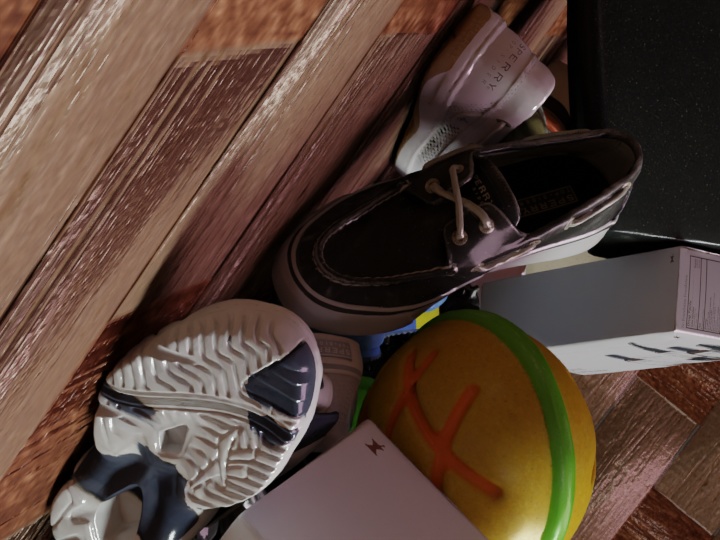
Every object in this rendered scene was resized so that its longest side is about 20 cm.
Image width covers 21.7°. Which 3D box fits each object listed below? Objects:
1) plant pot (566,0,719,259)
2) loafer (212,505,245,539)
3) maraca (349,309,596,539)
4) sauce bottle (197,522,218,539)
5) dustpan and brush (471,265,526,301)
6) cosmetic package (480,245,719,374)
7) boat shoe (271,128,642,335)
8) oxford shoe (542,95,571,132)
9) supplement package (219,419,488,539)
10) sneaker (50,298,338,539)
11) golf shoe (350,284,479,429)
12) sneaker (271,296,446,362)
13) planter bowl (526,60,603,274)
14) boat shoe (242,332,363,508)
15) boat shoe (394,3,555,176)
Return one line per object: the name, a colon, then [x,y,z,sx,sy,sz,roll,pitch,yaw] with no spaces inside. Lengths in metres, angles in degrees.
plant pot: [0.204,-0.092,1.048,0.200,0.198,0.180,54,44,-83]
loafer: [-0.069,0.151,1.088,0.063,0.072,0.200,-41,-162,-6]
maraca: [0.044,0.094,0.925,0.106,0.139,0.200,-3,166,-30]
sauce bottle: [-0.135,0.172,0.907,0.200,0.066,0.066,-43,168,-48]
dustpan and brush: [0.105,-0.009,1.283,0.140,0.057,0.203,10,87,-86]
cosmetic package: [0.152,0.027,1.075,0.199,0.082,0.051,-13,-113,62]
boat shoe: [0.049,-0.029,0.912,0.198,0.071,0.064,-20,161,-27]
oxford shoe: [0.095,-0.085,1.175,0.073,0.071,0.200,-55,-176,-15]
supplement package: [-0.032,0.188,0.854,0.117,0.117,0.201,-28,158,-55]
sneaker: [-0.050,0.049,0.804,0.130,0.079,0.200,-48,172,-43]
golf shoe: [0.021,0.073,1.128,0.200,0.077,0.095,-47,161,-61]
sneaker: [0.000,0.000,1.018,0.200,0.065,0.079,-22,124,-67]
planter bowl: [0.161,-0.069,1.395,0.201,0.134,0.200,-51,172,-9]
boat shoe: [-0.040,0.091,0.960,0.200,0.071,0.069,137,-43,-62]
boat shoe: [0.065,-0.072,1.000,0.071,0.069,0.200,-53,174,-9]
